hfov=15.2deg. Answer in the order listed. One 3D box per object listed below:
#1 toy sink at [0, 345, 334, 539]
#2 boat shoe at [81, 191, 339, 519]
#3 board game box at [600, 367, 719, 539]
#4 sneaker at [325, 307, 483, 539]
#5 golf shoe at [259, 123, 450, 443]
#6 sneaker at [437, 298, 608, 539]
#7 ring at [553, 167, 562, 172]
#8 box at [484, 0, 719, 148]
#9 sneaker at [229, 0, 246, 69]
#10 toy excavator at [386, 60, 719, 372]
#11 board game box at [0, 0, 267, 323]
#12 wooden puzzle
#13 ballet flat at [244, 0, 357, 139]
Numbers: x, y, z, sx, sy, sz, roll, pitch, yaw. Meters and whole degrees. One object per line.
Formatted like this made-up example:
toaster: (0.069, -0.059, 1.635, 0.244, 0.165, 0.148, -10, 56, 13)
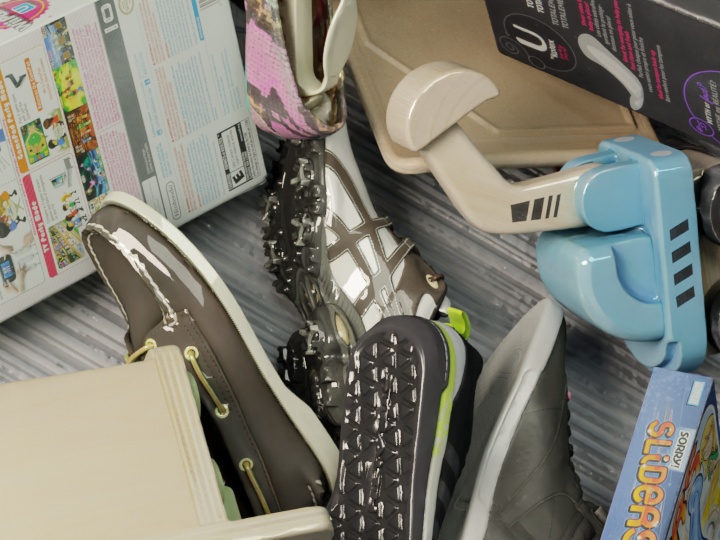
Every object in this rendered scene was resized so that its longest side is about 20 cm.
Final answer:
toy sink: (-0.131, 0.118, 1.344, 0.198, 0.131, 0.113, -9, 66, -20)
boat shoe: (-0.085, 0.052, 1.404, 0.060, 0.072, 0.202, -40, 98, -23)
board game box: (0.148, 0.171, 1.399, 0.034, 0.136, 0.201, 9, 58, 19)
sneaker: (0.028, 0.119, 1.402, 0.083, 0.071, 0.202, 10, 95, -55)
golf shoe: (0.000, 0.000, 1.482, 0.094, 0.078, 0.202, 1, 72, -23)
sneaker: (0.102, 0.115, 1.458, 0.099, 0.071, 0.201, 28, 55, -14)
ring: (0.209, -0.068, 1.607, 0.199, 0.019, 0.202, 7, 63, -13)
box: (0.173, -0.155, 1.465, 0.199, 0.123, 0.106, 25, 67, 25)
sneaker: (-0.107, -0.177, 1.528, 0.199, 0.087, 0.075, 22, 61, -4)
toy excavator: (0.122, -0.028, 1.466, 0.198, 0.100, 0.196, -13, 106, -18)
board game box: (-0.157, -0.076, 1.423, 0.199, 0.149, 0.064, -29, 34, -28)
wooden puzzle: (0.066, -0.128, 1.561, 0.184, 0.037, 0.201, -3, 52, -29)
ballet flat: (-0.033, -0.164, 1.413, 0.071, 0.202, 0.069, 10, 26, 36)
